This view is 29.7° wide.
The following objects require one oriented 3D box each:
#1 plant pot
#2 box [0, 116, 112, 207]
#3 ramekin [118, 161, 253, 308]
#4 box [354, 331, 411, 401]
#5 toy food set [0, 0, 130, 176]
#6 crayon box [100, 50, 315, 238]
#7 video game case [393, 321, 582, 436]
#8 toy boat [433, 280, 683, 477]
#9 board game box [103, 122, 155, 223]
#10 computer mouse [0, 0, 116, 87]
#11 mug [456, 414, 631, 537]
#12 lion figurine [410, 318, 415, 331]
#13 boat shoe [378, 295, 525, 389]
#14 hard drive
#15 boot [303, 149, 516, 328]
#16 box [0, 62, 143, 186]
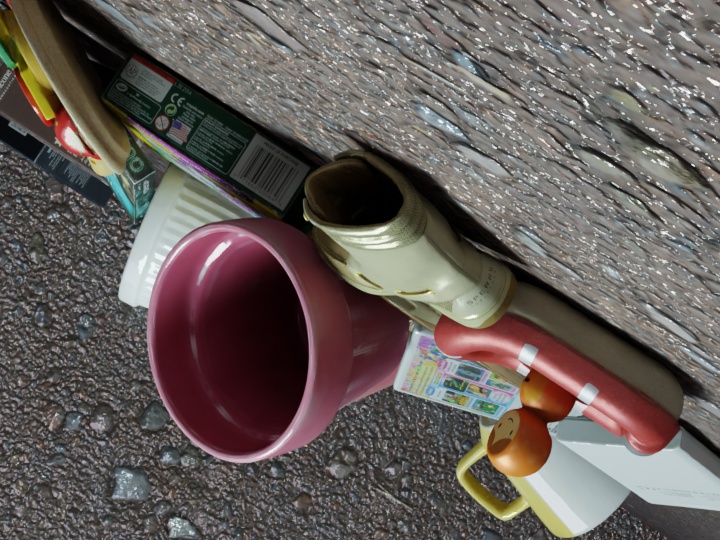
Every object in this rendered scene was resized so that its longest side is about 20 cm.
[{"bbox_3d":[-0.057,0.052,1.186,0.199,0.202,0.178,30,-157,32],"label":"plant pot"},{"bbox_3d":[-0.578,-0.244,2.616,0.199,0.125,0.196,29,176,41],"label":"box"},{"bbox_3d":[-0.171,-0.040,1.450,0.104,0.202,0.200,23,176,-3],"label":"ramekin"},{"bbox_3d":[-0.052,0.076,1.423,0.109,0.198,0.129,93,153,-65],"label":"box"},{"bbox_3d":[-0.266,-0.170,1.196,0.199,0.048,0.200,61,-179,-12],"label":"toy food set"},{"bbox_3d":[-0.124,-0.105,1.249,0.199,0.059,0.173,33,177,10],"label":"crayon box"},{"bbox_3d":[0.128,0.104,1.293,0.180,0.024,0.200,16,160,1],"label":"video game case"},{"bbox_3d":[0.140,0.097,1.042,0.199,0.132,0.131,32,175,11],"label":"toy boat"},{"bbox_3d":[-0.273,-0.153,1.372,0.201,0.028,0.135,55,165,7],"label":"board game box"},{"bbox_3d":[-0.316,-0.235,1.455,0.200,0.034,0.059,42,165,-11],"label":"computer mouse"},{"bbox_3d":[0.200,0.203,1.505,0.153,0.187,0.149,42,-178,-15],"label":"mug"},{"bbox_3d":[0.000,0.000,1.315,0.072,0.123,0.200,15,-153,-52],"label":"lion figurine"},{"bbox_3d":[0.099,0.040,1.145,0.199,0.065,0.071,34,177,-18],"label":"boat shoe"},{"bbox_3d":[0.295,0.192,1.325,0.131,0.027,0.200,-1,154,40],"label":"hard drive"},{"bbox_3d":[0.004,-0.034,0.995,0.199,0.073,0.155,27,172,46],"label":"boot"},{"bbox_3d":[-0.378,-0.203,1.758,0.199,0.101,0.075,33,175,-1],"label":"box"}]
